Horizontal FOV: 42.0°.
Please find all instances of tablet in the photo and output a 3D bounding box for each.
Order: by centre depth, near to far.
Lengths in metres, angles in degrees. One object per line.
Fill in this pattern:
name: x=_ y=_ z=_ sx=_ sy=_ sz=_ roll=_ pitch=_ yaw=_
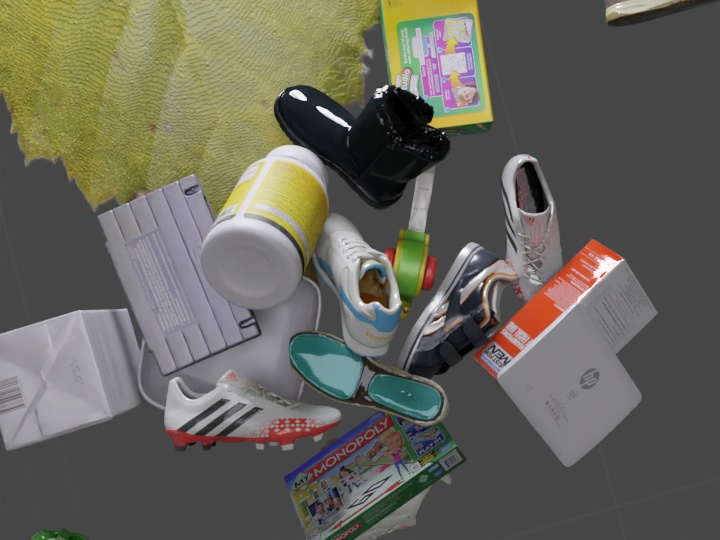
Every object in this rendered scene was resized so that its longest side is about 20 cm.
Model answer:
tablet: x=0.249 y=0.138 z=1.094 sx=0.130 sy=0.014 sz=0.200 roll=-42 pitch=126 yaw=-2

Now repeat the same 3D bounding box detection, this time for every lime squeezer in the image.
lime squeezer: x=-0.359 y=0.349 z=1.137 sx=0.198 sy=0.038 sz=0.071 roll=-3 pitch=88 yaw=0

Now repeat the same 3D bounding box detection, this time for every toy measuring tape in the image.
toy measuring tape: x=0.065 y=-0.040 z=1.131 sx=0.073 sy=0.074 sz=0.202 roll=11 pitch=88 yaw=1

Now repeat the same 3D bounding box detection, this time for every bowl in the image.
bowl: x=-0.154 y=0.083 z=1.127 sx=0.199 sy=0.075 sz=0.201 roll=15 pitch=88 yaw=0

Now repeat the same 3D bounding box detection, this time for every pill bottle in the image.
pill bottle: x=-0.099 y=-0.057 z=1.066 sx=0.112 sy=0.201 sz=0.113 roll=7 pitch=128 yaw=10

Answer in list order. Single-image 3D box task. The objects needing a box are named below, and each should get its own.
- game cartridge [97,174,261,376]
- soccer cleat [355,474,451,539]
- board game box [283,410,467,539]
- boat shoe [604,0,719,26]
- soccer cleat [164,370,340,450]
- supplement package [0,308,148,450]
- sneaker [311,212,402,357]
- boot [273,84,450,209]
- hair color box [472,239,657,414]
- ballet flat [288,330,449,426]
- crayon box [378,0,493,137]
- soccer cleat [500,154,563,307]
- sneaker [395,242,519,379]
game cartridge: x=-0.209 y=0.007 z=1.079 sx=0.129 sy=0.038 sz=0.201 roll=-23 pitch=87 yaw=5
soccer cleat: x=0.024 y=0.294 z=1.123 sx=0.200 sy=0.069 sz=0.078 roll=-45 pitch=91 yaw=-4
board game box: x=0.012 y=0.232 z=1.093 sx=0.199 sy=0.135 sz=0.029 roll=-35 pitch=121 yaw=-1
boat shoe: x=0.393 y=-0.352 z=1.139 sx=0.199 sy=0.072 sz=0.067 roll=-14 pitch=93 yaw=4
soccer cleat: x=-0.122 y=0.153 z=1.049 sx=0.198 sy=0.069 sz=0.086 roll=-3 pitch=92 yaw=5
supplement package: x=-0.327 y=0.117 z=1.063 sx=0.119 sy=0.200 sz=0.122 roll=-17 pitch=88 yaw=-1
sneaker: x=0.000 y=0.000 z=1.090 sx=0.076 sy=0.081 sz=0.201 roll=-2 pitch=48 yaw=-27
boot: x=0.001 y=-0.172 z=1.083 sx=0.200 sy=0.168 sz=0.076 roll=44 pitch=62 yaw=-1
hair color box: x=0.242 y=0.075 z=1.105 sx=0.200 sy=0.064 sz=0.111 roll=-44 pitch=126 yaw=-2
ballet flat: x=0.007 y=0.129 z=1.074 sx=0.199 sy=0.062 sz=0.068 roll=24 pitch=83 yaw=11
crayon box: x=0.089 y=-0.265 z=1.145 sx=0.118 sy=0.058 sz=0.202 roll=-7 pitch=88 yaw=1
soccer cleat: x=0.207 y=-0.041 z=1.122 sx=0.068 sy=0.085 sz=0.202 roll=-8 pitch=88 yaw=0
sneaker: x=0.115 y=0.068 z=1.116 sx=0.079 sy=0.078 sz=0.201 roll=29 pitch=87 yaw=23
